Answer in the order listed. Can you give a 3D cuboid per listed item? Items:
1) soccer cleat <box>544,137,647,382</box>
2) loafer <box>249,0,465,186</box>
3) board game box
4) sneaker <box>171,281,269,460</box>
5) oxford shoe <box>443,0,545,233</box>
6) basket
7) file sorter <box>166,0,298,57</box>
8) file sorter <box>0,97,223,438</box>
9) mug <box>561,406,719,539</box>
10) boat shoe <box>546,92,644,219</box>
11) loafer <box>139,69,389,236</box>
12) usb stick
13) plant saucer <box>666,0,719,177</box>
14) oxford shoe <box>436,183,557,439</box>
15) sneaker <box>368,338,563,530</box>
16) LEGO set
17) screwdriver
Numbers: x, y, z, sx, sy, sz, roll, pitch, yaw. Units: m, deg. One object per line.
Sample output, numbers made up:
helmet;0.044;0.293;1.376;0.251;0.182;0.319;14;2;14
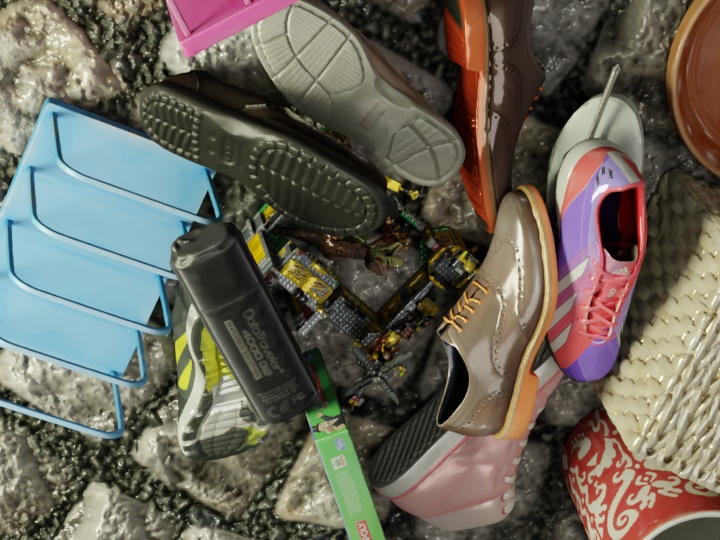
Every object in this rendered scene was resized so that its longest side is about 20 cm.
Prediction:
soccer cleat;0.180;0.004;1.456;0.068;0.073;0.201;-9;118;-20
loafer;-0.005;-0.139;1.443;0.200;0.063;0.072;39;108;-22
board game box;-0.007;0.179;1.549;0.029;0.135;0.201;-18;117;-2
sneaker;-0.110;0.066;1.512;0.074;0.085;0.201;-6;135;-16
oxford shoe;0.109;-0.123;1.467;0.072;0.071;0.201;-11;117;-13
basket;0.292;0.056;1.517;0.160;0.200;0.199;20;109;-18
file sorter;-0.065;-0.264;1.324;0.199;0.139;0.126;-27;116;2
file sorter;-0.202;0.004;1.432;0.138;0.123;0.201;20;110;-19
mug;0.258;0.210;1.581;0.177;0.200;0.134;27;107;-22
boat shoe;0.182;-0.052;1.520;0.070;0.064;0.201;19;120;15
loafer;-0.061;-0.097;1.404;0.199;0.071;0.073;29;138;8
usb stick;-0.083;0.041;1.414;0.055;0.033;0.200;-25;135;0
plant saucer;0.334;-0.160;1.516;0.199;0.032;0.201;-5;116;-10
oxford shoe;0.101;0.033;1.468;0.072;0.071;0.201;2;102;-19
sneaker;0.110;0.136;1.588;0.200;0.075;0.105;-42;118;13
LEGO set;0.000;0.000;1.473;0.154;0.116;0.200;-39;117;8
screwdriver;0.163;-0.069;1.474;0.028;0.029;0.201;25;114;12
